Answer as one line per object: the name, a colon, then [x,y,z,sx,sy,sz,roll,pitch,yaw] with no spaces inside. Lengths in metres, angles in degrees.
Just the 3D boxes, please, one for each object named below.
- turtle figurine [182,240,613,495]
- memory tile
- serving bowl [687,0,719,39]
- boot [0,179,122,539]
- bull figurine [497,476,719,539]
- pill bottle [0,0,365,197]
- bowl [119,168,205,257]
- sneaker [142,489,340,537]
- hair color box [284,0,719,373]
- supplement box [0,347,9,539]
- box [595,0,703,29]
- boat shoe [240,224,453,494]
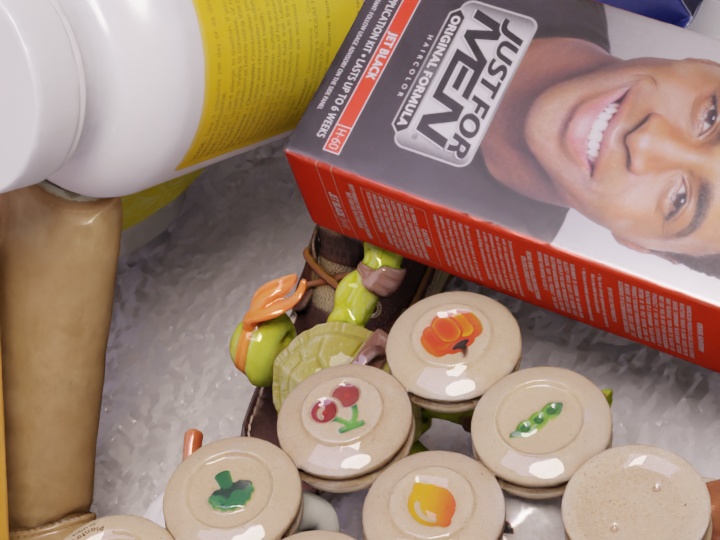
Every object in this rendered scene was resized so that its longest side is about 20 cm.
turtle figurine: [0.012,0.044,0.758,0.160,0.064,0.202,23,91,17]
memory tile: [0.004,0.094,0.657,0.199,0.017,0.153,-33,51,-17]
serving bowl: [0.180,-0.040,0.780,0.198,0.066,0.202,-14,51,18]
boot: [-0.115,0.063,0.775,0.174,0.066,0.202,21,111,38]
bull figurine: [0.133,0.113,0.675,0.200,0.065,0.121,40,78,24]
pill bottle: [-0.077,-0.092,0.746,0.111,0.113,0.199,16,25,35]
bowl: [-0.135,-0.069,0.926,0.198,0.108,0.201,-12,37,9]
sneaker: [-0.044,0.168,0.689,0.099,0.077,0.202,-17,68,56]
hair color box: [0.084,-0.039,0.711,0.198,0.061,0.102,20,69,19]
supplement box: [-0.177,0.084,0.757,0.066,0.068,0.202,11,103,53]
box: [0.108,-0.132,0.844,0.121,0.032,0.201,-22,26,42]
boat shoe: [0.000,0.000,0.838,0.072,0.072,0.201,19,68,37]
